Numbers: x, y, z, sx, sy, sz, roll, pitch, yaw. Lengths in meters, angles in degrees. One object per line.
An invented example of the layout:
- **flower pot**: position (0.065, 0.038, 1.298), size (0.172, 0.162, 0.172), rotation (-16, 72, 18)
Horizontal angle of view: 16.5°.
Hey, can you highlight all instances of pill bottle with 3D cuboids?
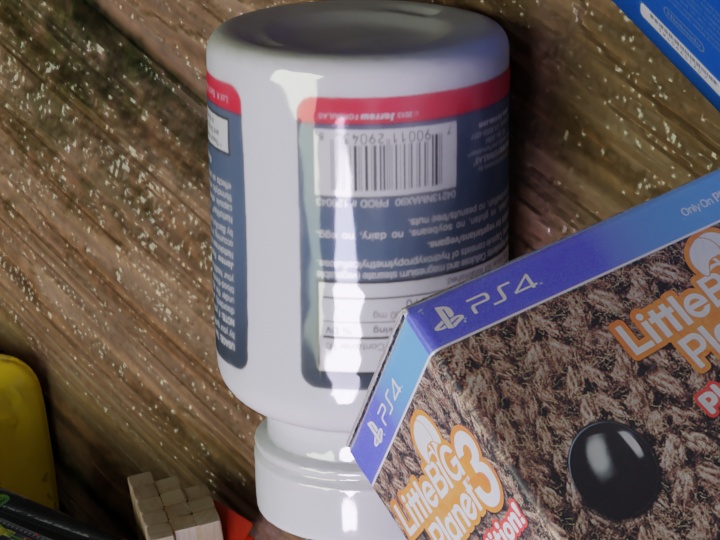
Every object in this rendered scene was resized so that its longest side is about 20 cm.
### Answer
- **pill bottle**: position (0.000, 0.000, 0.995), size (0.120, 0.119, 0.200), rotation (19, 116, 45)

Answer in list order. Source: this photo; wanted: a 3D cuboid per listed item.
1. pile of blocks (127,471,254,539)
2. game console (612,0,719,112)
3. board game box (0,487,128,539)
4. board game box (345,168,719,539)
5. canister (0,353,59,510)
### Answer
- **pile of blocks**: position (-0.058, 0.189, 1.179), size (0.082, 0.062, 0.200), rotation (-163, 60, -78)
- **game console**: position (0.157, -0.140, 0.846), size (0.200, 0.118, 0.171), rotation (51, 166, 27)
- **board game box**: position (-0.169, 0.200, 1.218), size (0.165, 0.057, 0.200), rotation (16, 129, 31)
- **board game box**: position (0.120, 0.085, 0.836), size (0.200, 0.159, 0.097), rotation (55, 152, 21)
- **canister**: position (-0.255, 0.103, 1.355), size (0.200, 0.086, 0.149), rotation (8, 109, 47)
